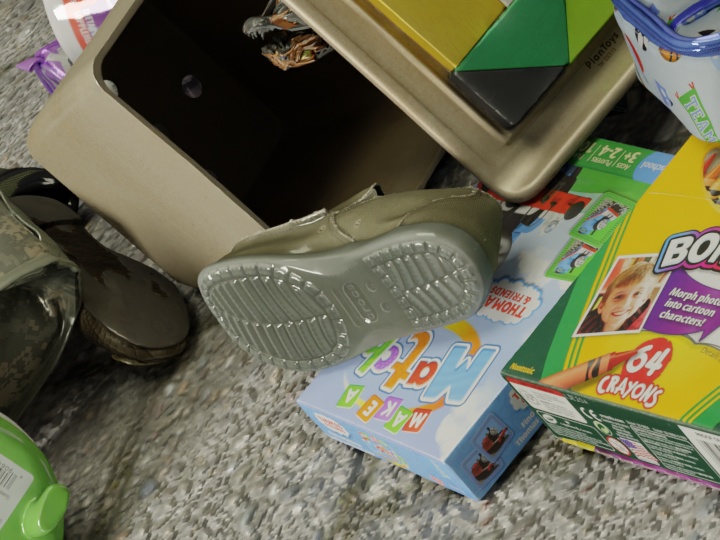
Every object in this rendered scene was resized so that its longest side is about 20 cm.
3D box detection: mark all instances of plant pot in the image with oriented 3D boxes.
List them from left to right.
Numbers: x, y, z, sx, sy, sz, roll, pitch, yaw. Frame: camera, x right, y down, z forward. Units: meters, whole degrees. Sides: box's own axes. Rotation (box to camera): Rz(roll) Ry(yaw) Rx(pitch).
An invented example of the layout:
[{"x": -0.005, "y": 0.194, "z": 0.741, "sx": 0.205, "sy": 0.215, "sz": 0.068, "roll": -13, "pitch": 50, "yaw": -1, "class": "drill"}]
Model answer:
[{"x": -0.077, "y": -0.099, "z": 1.733, "sx": 0.177, "sy": 0.200, "sz": 0.200, "roll": -20, "pitch": 33, "yaw": 54, "class": "plant pot"}]

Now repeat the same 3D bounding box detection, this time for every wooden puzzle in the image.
[{"x": 0.069, "y": -0.165, "z": 1.562, "sx": 0.185, "sy": 0.200, "sz": 0.037, "roll": -49, "pitch": -2, "yaw": -10, "class": "wooden puzzle"}]

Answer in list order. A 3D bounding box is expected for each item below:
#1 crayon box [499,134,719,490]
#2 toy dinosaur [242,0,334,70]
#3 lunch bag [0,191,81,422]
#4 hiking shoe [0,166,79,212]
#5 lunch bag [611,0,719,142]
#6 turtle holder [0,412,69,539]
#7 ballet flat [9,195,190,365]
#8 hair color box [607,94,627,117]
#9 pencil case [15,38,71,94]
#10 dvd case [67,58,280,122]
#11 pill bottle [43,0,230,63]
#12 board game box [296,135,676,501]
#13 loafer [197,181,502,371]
[{"x": 0.184, "y": 0.014, "z": 1.374, "sx": 0.173, "sy": 0.058, "sz": 0.200, "roll": -51, "pitch": 29, "yaw": -16, "class": "crayon box"}, {"x": -0.006, "y": -0.210, "z": 1.645, "sx": 0.102, "sy": 0.136, "sz": 0.201, "roll": -14, "pitch": 43, "yaw": 52, "class": "toy dinosaur"}, {"x": -0.269, "y": 0.031, "z": 1.778, "sx": 0.164, "sy": 0.117, "sz": 0.201, "roll": 38, "pitch": 98, "yaw": 41, "class": "lunch bag"}, {"x": -0.244, "y": 0.002, "z": 1.910, "sx": 0.100, "sy": 0.076, "sz": 0.201, "roll": -16, "pitch": 37, "yaw": 45, "class": "hiking shoe"}, {"x": 0.229, "y": -0.137, "z": 1.459, "sx": 0.199, "sy": 0.076, "sz": 0.160, "roll": -23, "pitch": 23, "yaw": -5, "class": "lunch bag"}, {"x": -0.240, "y": 0.161, "z": 1.654, "sx": 0.132, "sy": 0.140, "sz": 0.187, "roll": -162, "pitch": 77, "yaw": -74, "class": "turtle holder"}, {"x": -0.164, "y": 0.013, "z": 1.809, "sx": 0.067, "sy": 0.047, "sz": 0.200, "roll": -8, "pitch": 29, "yaw": -34, "class": "ballet flat"}, {"x": 0.091, "y": -0.179, "z": 1.658, "sx": 0.100, "sy": 0.060, "sz": 0.201, "roll": -13, "pitch": 70, "yaw": 41, "class": "hair color box"}, {"x": -0.134, "y": -0.180, "z": 2.013, "sx": 0.200, "sy": 0.086, "sz": 0.084, "roll": -51, "pitch": 34, "yaw": -14, "class": "pencil case"}, {"x": -0.077, "y": -0.150, "z": 1.908, "sx": 0.199, "sy": 0.016, "sz": 0.149, "roll": -34, "pitch": 43, "yaw": -4, "class": "dvd case"}, {"x": -0.090, "y": -0.193, "z": 1.860, "sx": 0.199, "sy": 0.112, "sz": 0.112, "roll": -12, "pitch": 38, "yaw": 20, "class": "pill bottle"}, {"x": 0.074, "y": 0.017, "z": 1.532, "sx": 0.200, "sy": 0.037, "sz": 0.151, "roll": -51, "pitch": 29, "yaw": -13, "class": "board game box"}, {"x": 0.000, "y": 0.000, "z": 1.550, "sx": 0.199, "sy": 0.075, "sz": 0.070, "roll": -8, "pitch": 31, "yaw": 42, "class": "loafer"}]
